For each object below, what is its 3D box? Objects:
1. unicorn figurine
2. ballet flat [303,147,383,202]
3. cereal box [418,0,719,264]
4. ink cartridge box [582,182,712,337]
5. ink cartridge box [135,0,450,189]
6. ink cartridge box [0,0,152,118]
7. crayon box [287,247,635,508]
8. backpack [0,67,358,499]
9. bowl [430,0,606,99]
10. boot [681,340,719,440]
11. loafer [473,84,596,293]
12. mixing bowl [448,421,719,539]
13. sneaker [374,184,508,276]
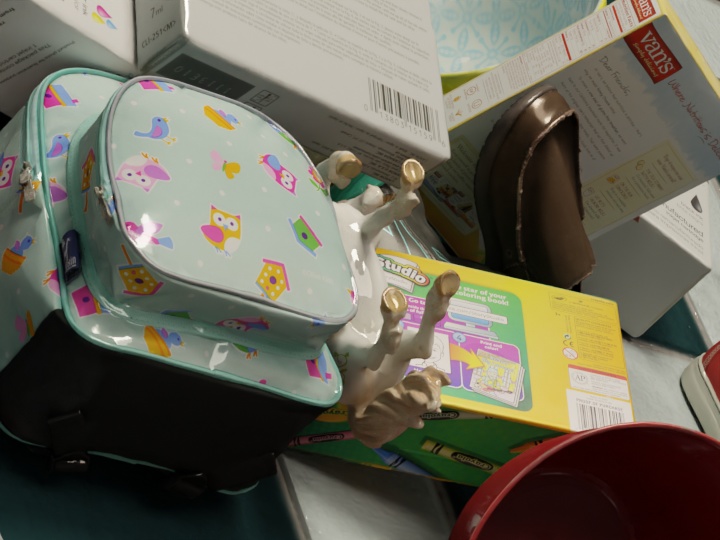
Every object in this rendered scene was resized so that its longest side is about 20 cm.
[{"bbox_3d":[0.000,0.000,1.172,0.073,0.137,0.201,13,57,-14],"label":"unicorn figurine"},{"bbox_3d":[-0.020,-0.072,1.313,0.067,0.071,0.200,44,52,12],"label":"ballet flat"},{"bbox_3d":[0.130,-0.080,1.419,0.144,0.199,0.040,49,20,-41],"label":"cereal box"},{"bbox_3d":[0.171,-0.072,1.613,0.144,0.084,0.200,36,31,-17],"label":"ink cartridge box"},{"bbox_3d":[-0.039,-0.156,1.246,0.199,0.043,0.174,22,51,-40],"label":"ink cartridge box"},{"bbox_3d":[-0.152,-0.150,1.215,0.200,0.084,0.146,31,43,-50],"label":"ink cartridge box"},{"bbox_3d":[0.049,0.055,1.261,0.199,0.058,0.119,12,40,-12],"label":"crayon box"},{"bbox_3d":[-0.104,-0.010,1.125,0.175,0.154,0.200,14,36,-35],"label":"backpack"},{"bbox_3d":[0.070,-0.131,1.509,0.200,0.199,0.108,-77,160,-56],"label":"bowl"},{"bbox_3d":[0.313,0.107,1.519,0.072,0.144,0.201,12,45,-47],"label":"boot"},{"bbox_3d":[0.117,-0.022,1.372,0.071,0.201,0.073,27,48,32],"label":"loafer"},{"bbox_3d":[0.116,0.167,1.184,0.200,0.201,0.108,33,-4,-22],"label":"mixing bowl"},{"bbox_3d":[0.032,0.015,1.362,0.200,0.075,0.079,45,43,10],"label":"sneaker"}]
